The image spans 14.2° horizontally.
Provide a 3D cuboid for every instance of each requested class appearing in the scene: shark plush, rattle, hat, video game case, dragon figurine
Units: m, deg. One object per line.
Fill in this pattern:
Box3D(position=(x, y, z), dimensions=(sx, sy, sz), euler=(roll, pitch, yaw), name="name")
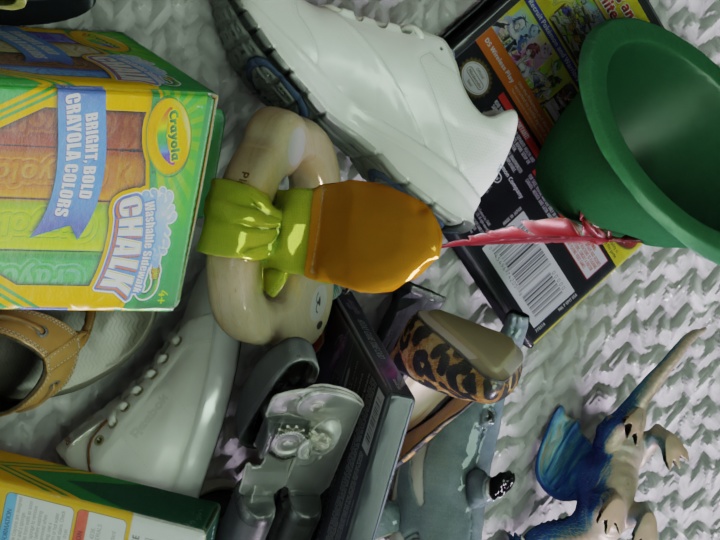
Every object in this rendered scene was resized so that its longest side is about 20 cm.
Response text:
Box3D(position=(0.072, 0.124, 1.753), dimensions=(0.091, 0.083, 0.201), euler=(25, 95, -35), name="shark plush")
Box3D(position=(0.000, 0.000, 1.583), dimensions=(0.142, 0.131, 0.200), euler=(-3, 146, 15), name="rattle")
Box3D(position=(0.129, -0.039, 1.716), dimensions=(0.200, 0.166, 0.176), euler=(33, 130, -23), name="hat")
Box3D(position=(-0.014, 0.105, 1.627), dimensions=(0.019, 0.200, 0.144), euler=(13, 103, -13), name="video game case")
Box3D(position=(0.117, -0.082, 1.733), dimensions=(0.181, 0.025, 0.200), euler=(-42, 124, -10), name="video game case")
Box3D(position=(0.149, 0.121, 1.812), dimensions=(0.059, 0.099, 0.201), euler=(24, 77, -34), name="dragon figurine")

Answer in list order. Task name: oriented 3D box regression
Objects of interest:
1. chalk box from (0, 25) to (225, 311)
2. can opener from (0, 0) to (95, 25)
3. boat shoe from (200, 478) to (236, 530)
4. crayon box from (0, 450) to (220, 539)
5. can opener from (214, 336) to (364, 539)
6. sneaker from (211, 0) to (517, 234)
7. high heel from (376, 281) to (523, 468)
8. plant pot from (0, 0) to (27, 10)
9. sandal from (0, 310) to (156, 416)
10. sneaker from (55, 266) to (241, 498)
Box3D(position=(-0.157, -0.055, 1.519), dimensions=(0.199, 0.124, 0.125), euler=(0, 109, -30), name="chalk box")
Box3D(position=(-0.120, -0.177, 1.497), dimensions=(0.199, 0.064, 0.079), euler=(-9, 159, 4), name="can opener")
Box3D(position=(-0.124, 0.213, 1.684), dimensions=(0.200, 0.068, 0.072), euler=(-50, 127, -3), name="boat shoe")
Box3D(position=(-0.187, 0.170, 1.595), dimensions=(0.199, 0.052, 0.126), euler=(13, 106, 4), name="crayon box")
Box3D(position=(-0.051, 0.120, 1.599), dimensions=(0.053, 0.067, 0.200), euler=(3, 136, -21), name="can opener")
Box3D(position=(0.001, -0.108, 1.613), dimensions=(0.200, 0.074, 0.087), euler=(40, 76, -17), name="sneaker")
Box3D(position=(0.031, 0.092, 1.648), dimensions=(0.071, 0.200, 0.143), euler=(21, 95, -17), name="high heel")
Box3D(position=(-0.214, -0.255, 1.377), dimensions=(0.200, 0.200, 0.194), euler=(27, 82, -36), name="plant pot")
Box3D(position=(-0.198, 0.044, 1.577), dimensions=(0.199, 0.055, 0.082), euler=(-11, 115, -27), name="sandal")
Box3D(position=(-0.122, 0.083, 1.630), dimensions=(0.084, 0.073, 0.201), euler=(18, 87, -7), name="sneaker")
